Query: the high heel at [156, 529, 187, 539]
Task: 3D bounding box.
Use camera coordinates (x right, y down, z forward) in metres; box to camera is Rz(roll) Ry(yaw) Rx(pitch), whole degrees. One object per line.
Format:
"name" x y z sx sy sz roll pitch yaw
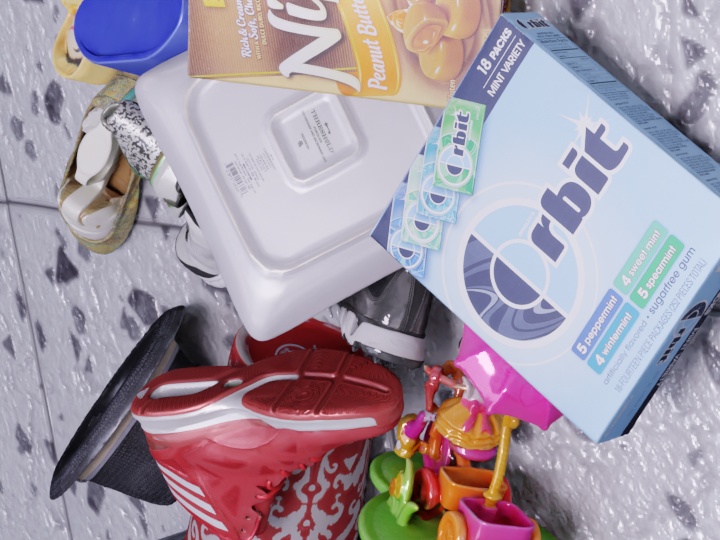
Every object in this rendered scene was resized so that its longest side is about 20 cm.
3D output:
"high heel" -0.111 0.295 1.856 0.071 0.142 0.201 46 -157 -72

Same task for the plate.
"plate" -0.028 -0.085 1.553 0.200 0.199 0.032 64 -173 10

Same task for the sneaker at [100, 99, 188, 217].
"sneaker" -0.142 -0.095 1.717 0.088 0.077 0.200 37 175 -1

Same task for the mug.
"mug" -0.068 0.130 1.740 0.177 0.133 0.201 37 129 35

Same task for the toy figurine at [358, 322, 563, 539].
"toy figurine" 0.086 0.092 1.551 0.200 0.149 0.185 -123 45 -60

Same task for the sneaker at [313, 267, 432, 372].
"sneaker" 0.000 0.000 1.647 0.200 0.066 0.091 30 103 61

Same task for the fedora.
"fedora" -0.160 0.122 1.859 0.091 0.201 0.201 34 142 -7

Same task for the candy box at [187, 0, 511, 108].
"candy box" -0.006 -0.170 1.488 0.199 0.055 0.116 7 117 8

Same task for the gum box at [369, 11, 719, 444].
"gum box" 0.122 -0.027 1.424 0.200 0.044 0.170 43 118 24

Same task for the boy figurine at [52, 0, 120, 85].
"boy figurine" -0.212 -0.241 1.816 0.124 0.064 0.201 20 119 43

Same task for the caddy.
"caddy" -0.116 -0.199 1.671 0.200 0.104 0.142 5 87 56

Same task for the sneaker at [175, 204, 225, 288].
"sneaker" -0.094 -0.038 1.704 0.200 0.080 0.074 -11 53 65

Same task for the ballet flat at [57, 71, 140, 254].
"ballet flat" -0.204 -0.074 1.869 0.071 0.070 0.200 52 140 24

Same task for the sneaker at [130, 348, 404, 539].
"sneaker" -0.050 0.122 1.620 0.199 0.078 0.116 -1 122 30
